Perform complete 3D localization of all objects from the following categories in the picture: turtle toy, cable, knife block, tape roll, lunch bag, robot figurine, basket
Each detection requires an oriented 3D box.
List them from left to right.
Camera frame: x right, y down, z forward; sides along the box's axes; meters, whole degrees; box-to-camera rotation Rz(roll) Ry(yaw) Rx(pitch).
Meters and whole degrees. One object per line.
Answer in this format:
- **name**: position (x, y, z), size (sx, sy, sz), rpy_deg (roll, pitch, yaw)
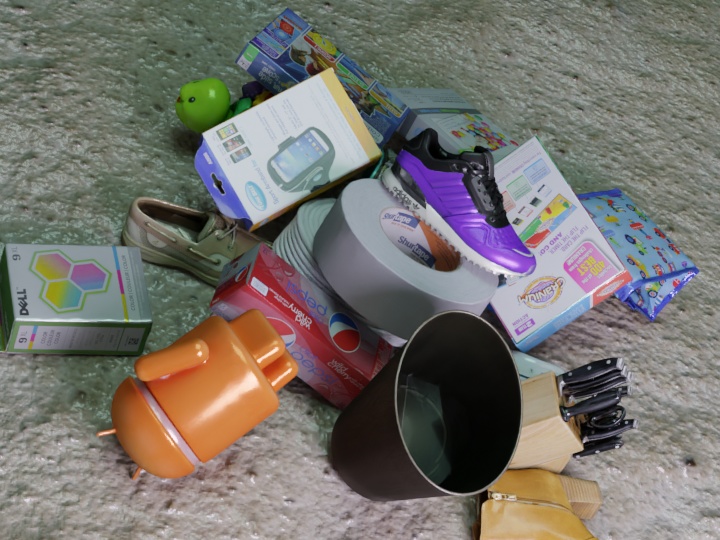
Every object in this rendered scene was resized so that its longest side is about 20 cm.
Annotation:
- **robot figurine**: position (-0.160, 0.123, 1.500), size (0.199, 0.144, 0.117), rpy_deg (-36, 87, -7)
- **turtle toy**: position (-0.126, -0.172, 1.840), size (0.198, 0.102, 0.147), rpy_deg (12, 45, -6)
- **cable**: position (0.000, 0.000, 1.729), size (0.199, 0.069, 0.201), rpy_deg (6, 39, -43)
- **tape roll**: position (0.050, -0.010, 1.657), size (0.199, 0.066, 0.201), rpy_deg (25, 30, -16)
- **basket**: position (0.057, 0.156, 1.527), size (0.135, 0.200, 0.182), rpy_deg (14, 65, -18)
- **knife block**: position (0.188, 0.150, 1.626), size (0.198, 0.176, 0.064), rpy_deg (11, 44, -14)
- **lunch bag**: position (0.300, -0.024, 1.842), size (0.151, 0.094, 0.199), rpy_deg (48, 19, 22)

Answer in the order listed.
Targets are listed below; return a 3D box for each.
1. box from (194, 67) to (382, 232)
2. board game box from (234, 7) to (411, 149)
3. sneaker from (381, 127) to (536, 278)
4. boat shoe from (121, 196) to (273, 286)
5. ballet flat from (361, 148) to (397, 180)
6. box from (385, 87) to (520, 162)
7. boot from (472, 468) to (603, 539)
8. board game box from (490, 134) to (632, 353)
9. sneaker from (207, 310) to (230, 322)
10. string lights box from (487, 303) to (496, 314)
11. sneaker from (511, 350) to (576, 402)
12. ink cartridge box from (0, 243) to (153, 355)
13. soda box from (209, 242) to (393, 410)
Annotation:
- **box**: position (-0.089, -0.132, 1.730), size (0.199, 0.041, 0.120), rpy_deg (-29, 85, -17)
- **board game box**: position (-0.042, -0.221, 1.840), size (0.200, 0.035, 0.136), rpy_deg (39, 32, -2)
- **sneaker**: position (0.122, -0.079, 1.656), size (0.200, 0.100, 0.069), rpy_deg (39, 20, 11)
- **boat shoe**: position (-0.167, -0.033, 1.719), size (0.198, 0.065, 0.073), rpy_deg (17, 44, -9)
- **ballet flat**: position (0.035, -0.100, 1.832), size (0.071, 0.073, 0.200), rpy_deg (21, 11, -4)
- **box**: position (0.133, -0.161, 1.945), size (0.200, 0.041, 0.155), rpy_deg (44, 28, 26)
- **boot**: position (0.190, 0.293, 1.582), size (0.142, 0.071, 0.202), rpy_deg (3, 45, -12)
- **board game box**: position (0.194, -0.031, 1.754), size (0.201, 0.152, 0.040), rpy_deg (60, 10, 24)
- **sneaker**: position (-0.130, 0.075, 1.632), size (0.082, 0.077, 0.201), rpy_deg (35, 48, -6)
- **string lights box**: position (0.151, -0.021, 1.855), size (0.199, 0.059, 0.103), rpy_deg (35, 46, 10)
- **sneaker**: position (0.149, 0.121, 1.722), size (0.198, 0.073, 0.071), rpy_deg (20, 34, -18)
- **ink cartridge box**: position (-0.323, 0.030, 1.595), size (0.198, 0.060, 0.105), rpy_deg (2, 49, -23)
- **soda box**: position (-0.061, 0.061, 1.618), size (0.200, 0.070, 0.064), rpy_deg (39, 43, -24)
